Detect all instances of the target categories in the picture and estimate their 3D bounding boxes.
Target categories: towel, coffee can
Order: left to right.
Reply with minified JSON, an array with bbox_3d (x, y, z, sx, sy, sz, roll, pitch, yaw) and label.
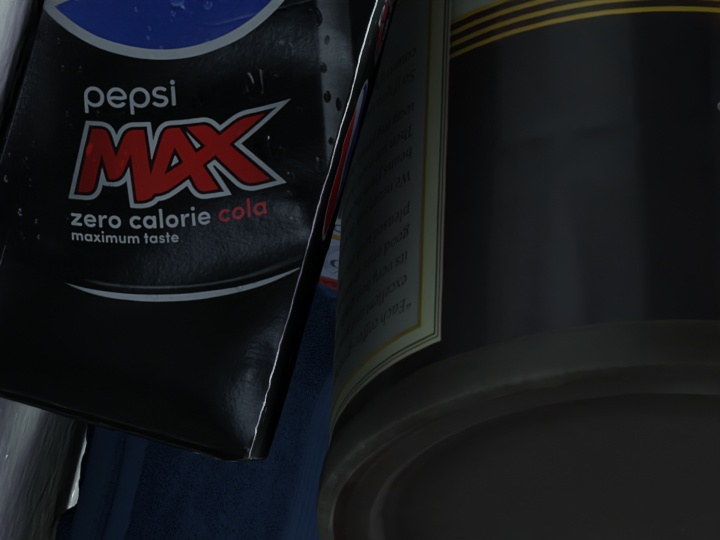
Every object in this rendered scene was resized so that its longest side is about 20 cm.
[{"bbox_3d":[0.010,0.071,0.679,0.049,0.200,0.112,-11,121,-54],"label":"towel"},{"bbox_3d":[0.067,-0.030,0.577,0.146,0.146,0.200,102,-8,-59],"label":"coffee can"}]

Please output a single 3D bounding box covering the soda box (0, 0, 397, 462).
[{"bbox_3d":[-0.023,-0.065,0.511,0.071,0.063,0.200,75,30,-85],"label":"soda box"}]

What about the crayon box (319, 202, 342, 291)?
[{"bbox_3d":[0.000,0.000,0.753,0.200,0.126,0.052,103,3,-60],"label":"crayon box"}]
